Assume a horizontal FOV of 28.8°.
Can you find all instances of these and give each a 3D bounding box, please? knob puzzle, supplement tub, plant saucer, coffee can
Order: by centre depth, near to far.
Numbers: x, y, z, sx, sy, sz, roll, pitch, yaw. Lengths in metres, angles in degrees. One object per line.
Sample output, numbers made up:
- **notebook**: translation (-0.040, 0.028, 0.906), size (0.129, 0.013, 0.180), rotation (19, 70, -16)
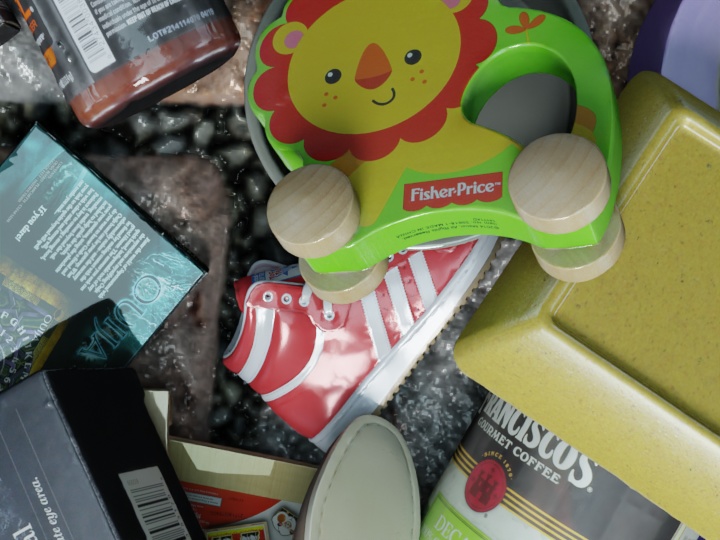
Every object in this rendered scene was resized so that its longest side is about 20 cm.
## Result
- **plant saucer**: translation (0.179, 0.014, 0.710), size (0.199, 0.049, 0.201), rotation (33, 76, 10)
- **supplement tub**: translation (-0.154, -0.189, 0.779), size (0.106, 0.107, 0.202), rotation (-27, 95, 0)
- **coffee can**: translation (0.109, 0.149, 0.799), size (0.145, 0.146, 0.202), rotation (29, 93, -5)
- **knob puzzle**: translation (-0.108, 0.201, 0.850), size (0.216, 0.030, 0.223), rotation (-1, 97, -7)

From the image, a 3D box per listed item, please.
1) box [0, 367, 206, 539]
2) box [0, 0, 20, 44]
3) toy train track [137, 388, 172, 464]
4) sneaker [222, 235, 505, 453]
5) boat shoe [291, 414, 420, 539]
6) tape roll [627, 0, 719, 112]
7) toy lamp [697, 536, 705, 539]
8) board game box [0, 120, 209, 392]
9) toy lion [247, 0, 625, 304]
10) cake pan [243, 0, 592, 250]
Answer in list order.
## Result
- **box**: translation (-0.182, 0.185, 0.744), size (0.198, 0.117, 0.199), rotation (-30, 80, 11)
- **box**: translation (-0.321, -0.146, 0.796), size (0.199, 0.048, 0.159), rotation (-37, 94, 1)
- **toy train track**: translation (-0.122, 0.170, 0.816), size (0.113, 0.033, 0.204), rotation (1, 91, 1)
- **sneaker**: translation (0.000, 0.000, 0.819), size (0.112, 0.071, 0.201), rotation (35, 95, -8)
- **boat shoe**: translation (-0.014, 0.175, 0.757), size (0.071, 0.059, 0.202), rotation (25, 54, -24)
- **tape roll**: translation (0.260, -0.103, 0.815), size (0.197, 0.085, 0.203), rotation (0, 95, -3)
- **toy lamp**: translation (0.175, 0.229, 0.819), size (0.058, 0.058, 0.202), rotation (31, 63, -5)
- **board game box**: translation (-0.203, 0.032, 0.833), size (0.135, 0.028, 0.200), rotation (41, 92, -7)
- **toy lion**: translation (0.035, -0.087, 0.724), size (0.197, 0.069, 0.194), rotation (-5, 61, 19)
- **cake pan**: translation (0.034, -0.102, 0.794), size (0.197, 0.037, 0.203), rotation (-2, 72, 6)
